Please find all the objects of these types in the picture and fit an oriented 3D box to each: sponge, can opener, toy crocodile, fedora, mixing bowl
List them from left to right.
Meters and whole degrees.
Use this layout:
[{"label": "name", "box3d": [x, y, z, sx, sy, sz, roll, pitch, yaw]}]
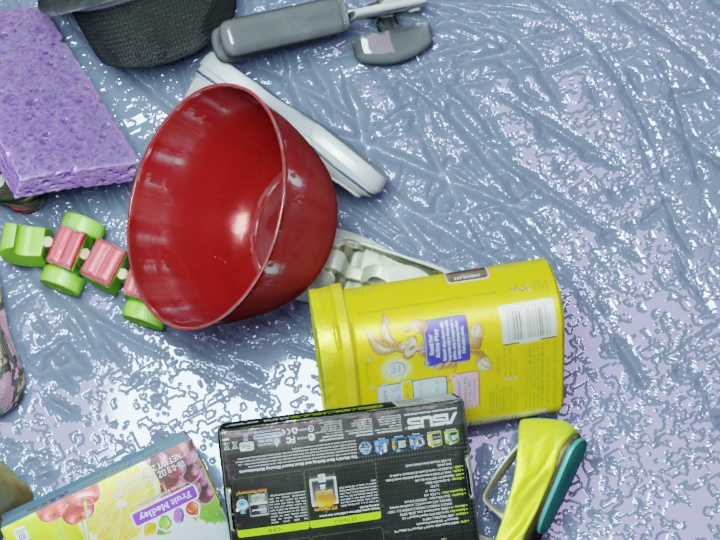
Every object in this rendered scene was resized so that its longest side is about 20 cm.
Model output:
[{"label": "sponge", "box3d": [-0.282, -0.146, 1.482, 0.111, 0.030, 0.201, -13, 56, -35]}, {"label": "toy crocodile", "box3d": [-0.212, -0.001, 1.489, 0.198, 0.062, 0.068, 21, 79, 5]}, {"label": "fedora", "box3d": [-0.177, -0.235, 1.511, 0.199, 0.201, 0.092, -18, 114, -3]}, {"label": "mixing bowl", "box3d": [-0.090, -0.043, 1.425, 0.108, 0.199, 0.202, 13, 71, -42]}, {"label": "can opener", "box3d": [-0.028, -0.201, 1.510, 0.198, 0.053, 0.067, -16, 91, -20]}]

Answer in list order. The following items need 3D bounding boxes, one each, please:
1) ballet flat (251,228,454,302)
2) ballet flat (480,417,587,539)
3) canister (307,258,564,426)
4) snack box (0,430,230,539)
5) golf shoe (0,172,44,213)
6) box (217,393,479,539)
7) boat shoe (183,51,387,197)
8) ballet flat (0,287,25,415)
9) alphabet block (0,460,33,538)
[{"label": "ballet flat", "box3d": [0.000, 0.000, 1.483, 0.198, 0.069, 0.070, 14, 79, 4]}, {"label": "ballet flat", "box3d": [0.125, 0.216, 1.436, 0.067, 0.067, 0.202, 20, 89, 23]}, {"label": "canister", "box3d": [0.064, 0.069, 1.428, 0.198, 0.149, 0.087, -9, 42, -4]}, {"label": "snack box", "box3d": [-0.174, 0.256, 1.399, 0.168, 0.068, 0.201, -25, 97, -9]}, {"label": "golf shoe", "box3d": [-0.366, -0.103, 1.501, 0.198, 0.088, 0.078, 8, 80, 4]}, {"label": "box", "box3d": [-0.005, 0.206, 1.372, 0.198, 0.048, 0.195, -8, 94, -6]}, {"label": "boat shoe", "box3d": [-0.069, -0.111, 1.514, 0.199, 0.073, 0.067, 36, 96, 17]}, {"label": "ballet flat", "box3d": [-0.339, 0.027, 1.480, 0.069, 0.071, 0.202, -21, 78, -3]}, {"label": "alphabet block", "box3d": [-0.407, 0.182, 1.383, 0.195, 0.200, 0.197, 39, 81, 8]}]
